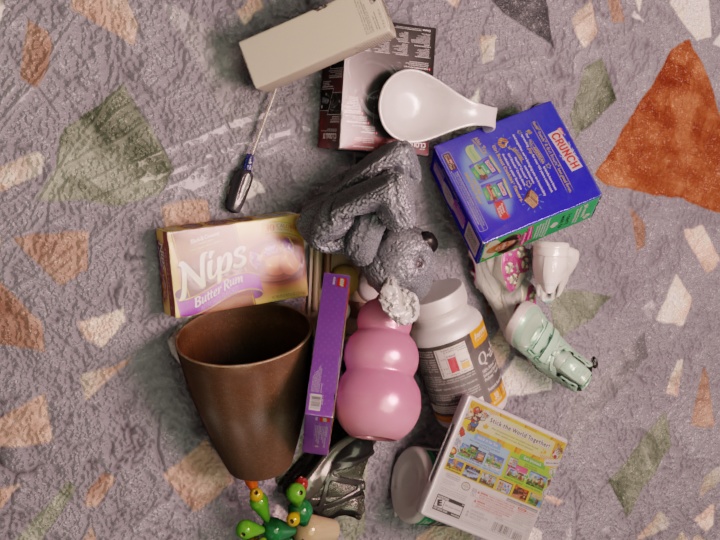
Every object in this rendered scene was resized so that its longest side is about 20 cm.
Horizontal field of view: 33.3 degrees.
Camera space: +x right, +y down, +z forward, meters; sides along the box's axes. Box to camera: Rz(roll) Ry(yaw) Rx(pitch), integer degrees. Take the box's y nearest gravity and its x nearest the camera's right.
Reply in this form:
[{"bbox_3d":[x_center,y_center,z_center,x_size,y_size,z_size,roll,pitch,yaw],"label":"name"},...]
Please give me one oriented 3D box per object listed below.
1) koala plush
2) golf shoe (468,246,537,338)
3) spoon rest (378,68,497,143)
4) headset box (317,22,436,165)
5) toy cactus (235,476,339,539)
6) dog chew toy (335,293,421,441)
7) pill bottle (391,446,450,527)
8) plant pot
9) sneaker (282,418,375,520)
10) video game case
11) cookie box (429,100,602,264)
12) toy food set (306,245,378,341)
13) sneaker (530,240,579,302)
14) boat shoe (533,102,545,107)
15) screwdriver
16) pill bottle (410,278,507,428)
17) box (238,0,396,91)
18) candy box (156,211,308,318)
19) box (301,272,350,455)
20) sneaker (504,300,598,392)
[{"bbox_3d":[0.032,-0.036,1.639,0.182,0.178,0.201,-26,112,18],"label":"koala plush"},{"bbox_3d":[0.218,0.028,1.849,0.075,0.091,0.202,-43,136,-33],"label":"golf shoe"},{"bbox_3d":[0.113,-0.224,1.681,0.197,0.060,0.101,2,94,-29],"label":"spoon rest"},{"bbox_3d":[0.023,-0.248,1.708,0.147,0.077,0.204,0,97,-27],"label":"headset box"},{"bbox_3d":[-0.108,0.358,1.682,0.163,0.103,0.202,9,120,-35],"label":"toy cactus"},{"bbox_3d":[0.029,0.133,1.677,0.123,0.124,0.204,13,75,-27],"label":"dog chew toy"},{"bbox_3d":[0.155,0.332,1.823,0.197,0.113,0.115,10,91,-27],"label":"pill bottle"},{"bbox_3d":[-0.146,0.174,1.629,0.184,0.186,0.203,-16,115,-24],"label":"plant pot"},{"bbox_3d":[-0.013,0.283,1.756,0.200,0.076,0.114,-48,117,-12],"label":"sneaker"},{"bbox_3d":[0.194,0.299,1.764,0.198,0.023,0.184,25,86,-26],"label":"video game case"},{"bbox_3d":[0.226,-0.130,1.765,0.197,0.075,0.173,-21,71,-11],"label":"cookie box"},{"bbox_3d":[0.000,0.000,1.734,0.141,0.060,0.204,0,97,-27],"label":"toy food set"},{"bbox_3d":[0.289,0.005,1.825,0.074,0.200,0.090,3,88,16],"label":"sneaker"},{"bbox_3d":[0.290,-0.156,1.860,0.072,0.067,0.204,1,95,-27],"label":"boat shoe"},{"bbox_3d":[-0.148,-0.176,1.658,0.029,0.028,0.203,15,87,2],"label":"screwdriver"},{"bbox_3d":[0.138,0.123,1.789,0.115,0.116,0.203,-26,107,-22],"label":"pill bottle"},{"bbox_3d":[-0.056,-0.308,1.603,0.197,0.082,0.069,-21,91,8],"label":"box"},{"bbox_3d":[-0.174,-0.010,1.647,0.197,0.056,0.119,-8,100,-27],"label":"candy box"},{"bbox_3d":[-0.045,0.124,1.592,0.038,0.137,0.203,7,62,-1],"label":"box"},{"bbox_3d":[0.295,0.118,1.821,0.074,0.117,0.200,-55,146,-6],"label":"sneaker"}]
